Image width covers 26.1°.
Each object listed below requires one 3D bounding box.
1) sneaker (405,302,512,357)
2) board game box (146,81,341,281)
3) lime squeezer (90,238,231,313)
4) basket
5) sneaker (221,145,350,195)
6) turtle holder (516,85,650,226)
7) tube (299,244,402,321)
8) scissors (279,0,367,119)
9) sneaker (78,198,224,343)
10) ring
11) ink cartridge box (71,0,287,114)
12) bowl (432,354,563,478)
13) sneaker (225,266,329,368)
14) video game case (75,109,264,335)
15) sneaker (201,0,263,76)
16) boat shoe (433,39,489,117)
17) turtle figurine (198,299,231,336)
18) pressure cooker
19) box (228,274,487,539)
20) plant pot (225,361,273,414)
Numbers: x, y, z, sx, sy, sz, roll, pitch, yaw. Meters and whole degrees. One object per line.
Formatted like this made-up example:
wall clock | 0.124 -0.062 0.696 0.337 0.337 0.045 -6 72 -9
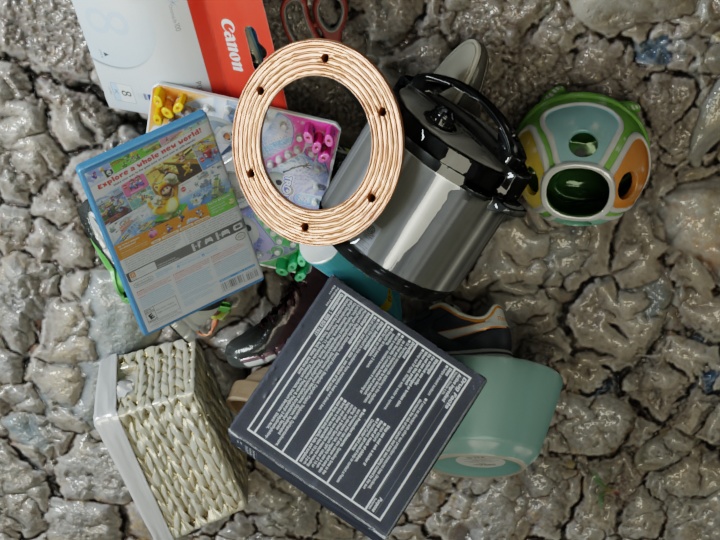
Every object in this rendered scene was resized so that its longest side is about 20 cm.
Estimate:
sneaker | 0.081 0.083 1.809 0.198 0.080 0.078 -6 165 18
board game box | -0.134 -0.088 1.635 0.198 0.026 0.201 13 127 -1
lime squeezer | -0.241 0.012 1.699 0.199 0.038 0.070 35 137 -24
basket | -0.217 0.195 1.820 0.122 0.136 0.201 -18 120 5
sneaker | -0.066 -0.118 1.679 0.198 0.077 0.076 10 121 -6
turtle holder | 0.218 -0.120 1.659 0.184 0.132 0.142 26 122 -4
tube | 0.000 0.000 1.696 0.050 0.078 0.200 -10 158 23
scissors | -0.027 -0.211 1.669 0.073 0.014 0.201 -18 120 4
sneaker | -0.219 -0.015 1.646 0.080 0.074 0.200 -42 123 -2
ring | -0.041 -0.125 1.523 0.199 0.019 0.203 4 98 31
ink cartridge box | -0.182 -0.220 1.564 0.198 0.047 0.161 13 142 21
bowl | 0.133 0.175 1.785 0.199 0.106 0.201 3 159 1
sneaker | -0.080 0.024 1.772 0.199 0.076 0.116 -25 114 -1
video game case | -0.192 -0.047 1.592 0.142 0.018 0.201 -25 120 -13
sneaker | -0.126 -0.266 1.591 0.078 0.090 0.201 14 142 16
boat shoe | 0.095 -0.160 1.678 0.057 0.067 0.201 13 124 -28
turtle figurine | -0.187 -0.015 1.740 0.160 0.065 0.200 -31 117 14
pressure cooker | 0.073 -0.091 1.568 0.175 0.179 0.201 27 111 -14
box | -0.005 0.150 1.639 0.198 0.123 0.201 34 78 5
plant pot | -0.049 0.152 1.803 0.200 0.201 0.093 29 75 -18
